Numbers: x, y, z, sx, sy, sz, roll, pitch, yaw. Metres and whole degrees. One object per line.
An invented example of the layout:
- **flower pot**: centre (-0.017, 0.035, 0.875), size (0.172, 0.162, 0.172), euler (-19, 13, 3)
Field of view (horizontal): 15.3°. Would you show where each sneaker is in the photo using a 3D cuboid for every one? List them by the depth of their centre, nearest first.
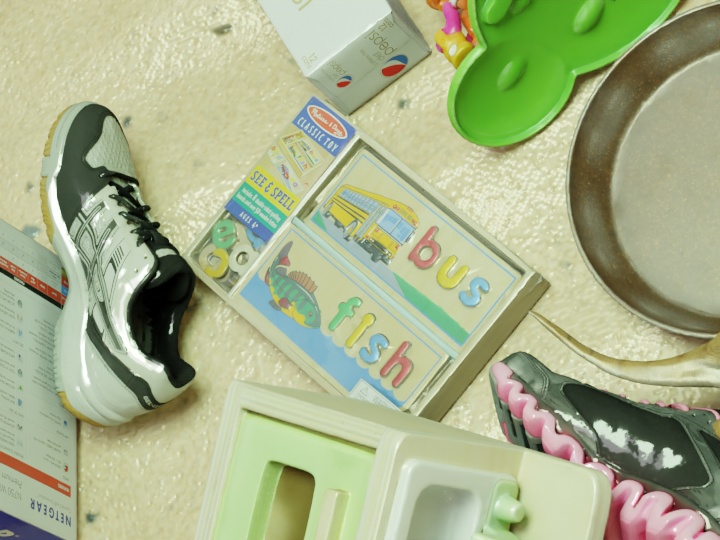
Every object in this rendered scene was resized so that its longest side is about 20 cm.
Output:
- **sneaker**: centre (0.155, 0.100, 1.445), size (0.095, 0.079, 0.200), euler (-39, 58, -18)
- **sneaker**: centre (-0.136, -0.009, 1.609), size (0.087, 0.076, 0.201), euler (-16, 75, 34)

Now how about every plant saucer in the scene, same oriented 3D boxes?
- **plant saucer**: centre (0.212, -0.054, 1.486), size (0.199, 0.034, 0.201), euler (-8, 69, 22)

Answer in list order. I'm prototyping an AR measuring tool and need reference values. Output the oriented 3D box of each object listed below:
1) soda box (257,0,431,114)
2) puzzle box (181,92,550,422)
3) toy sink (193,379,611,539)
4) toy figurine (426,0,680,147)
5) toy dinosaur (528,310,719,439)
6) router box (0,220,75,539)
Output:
- **soda box**: centre (-0.039, -0.196, 1.642), size (0.068, 0.064, 0.200), euler (-37, 59, 9)
- **puzzle box**: centre (0.000, 0.000, 1.573), size (0.200, 0.025, 0.133), euler (39, 90, 31)
- **toy sink**: centre (0.013, 0.144, 1.420), size (0.200, 0.112, 0.131), euler (15, 92, 45)
- **toy figurine**: centre (0.080, -0.204, 1.574), size (0.200, 0.150, 0.184), euler (-60, 41, 24)
- **toy dinosaur**: centre (0.198, 0.050, 1.417), size (0.199, 0.060, 0.107), euler (-16, 49, 11)
- **router box**: centre (-0.233, 0.054, 1.554), size (0.049, 0.200, 0.180), euler (-11, 67, 21)
